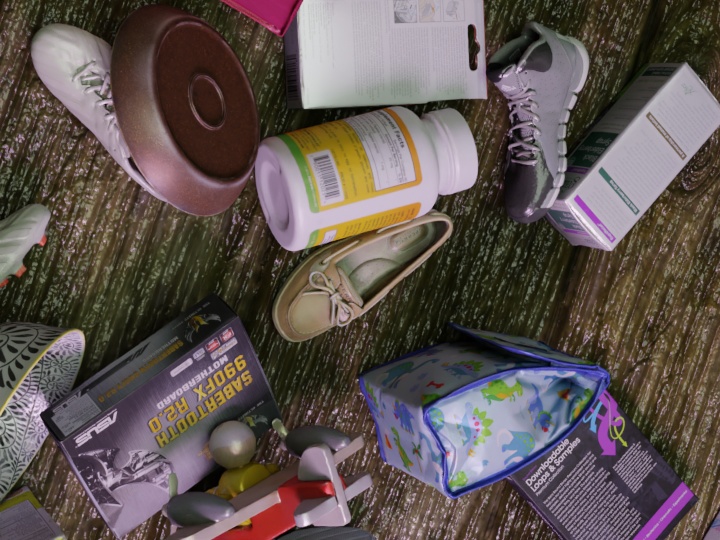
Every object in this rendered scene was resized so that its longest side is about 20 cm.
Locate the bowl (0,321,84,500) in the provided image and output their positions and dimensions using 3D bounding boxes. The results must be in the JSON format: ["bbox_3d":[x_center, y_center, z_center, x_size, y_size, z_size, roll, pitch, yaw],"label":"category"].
[{"bbox_3d":[-0.337,0.118,1.504,0.094,0.201,0.201,29,84,7],"label":"bowl"}]

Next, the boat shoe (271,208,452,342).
[{"bbox_3d":[0.002,0.002,1.672,0.200,0.063,0.073,-32,106,-16],"label":"boat shoe"}]

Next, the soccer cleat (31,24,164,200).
[{"bbox_3d":[-0.222,-0.144,1.549,0.069,0.078,0.200,-40,110,7],"label":"soccer cleat"}]

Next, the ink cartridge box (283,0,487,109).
[{"bbox_3d":[0.025,-0.217,1.668,0.199,0.050,0.110,-5,96,-22],"label":"ink cartridge box"}]

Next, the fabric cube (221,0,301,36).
[{"bbox_3d":[-0.094,-0.357,1.510,0.196,0.200,0.200,29,84,-7],"label":"fabric cube"}]

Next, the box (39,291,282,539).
[{"bbox_3d":[-0.182,0.137,1.582,0.200,0.048,0.159,-35,137,-16],"label":"box"}]

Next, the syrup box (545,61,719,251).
[{"bbox_3d":[0.279,-0.119,1.762,0.200,0.079,0.081,-47,110,-11],"label":"syrup box"}]

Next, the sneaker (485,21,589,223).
[{"bbox_3d":[0.158,-0.156,1.700,0.115,0.075,0.201,24,76,-44],"label":"sneaker"}]

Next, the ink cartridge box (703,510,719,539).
[{"bbox_3d":[0.460,0.323,1.874,0.144,0.085,0.201,34,81,-21],"label":"ink cartridge box"}]

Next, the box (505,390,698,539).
[{"bbox_3d":[0.255,0.228,1.811,0.143,0.036,0.200,-45,110,-13],"label":"box"}]

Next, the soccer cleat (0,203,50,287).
[{"bbox_3d":[-0.364,0.003,1.526,0.200,0.069,0.078,-46,106,-9],"label":"soccer cleat"}]

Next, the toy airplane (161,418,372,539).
[{"bbox_3d":[-0.089,0.199,1.567,0.199,0.200,0.142,-31,83,-1],"label":"toy airplane"}]

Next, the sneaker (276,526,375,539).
[{"bbox_3d":[-0.077,0.311,1.675,0.199,0.073,0.071,-15,115,-13],"label":"sneaker"}]

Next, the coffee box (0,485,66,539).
[{"bbox_3d":[-0.332,0.341,1.499,0.199,0.198,0.201,-25,104,-18],"label":"coffee box"}]

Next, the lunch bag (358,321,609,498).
[{"bbox_3d":[0.124,0.124,1.676,0.199,0.170,0.128,-20,105,-18],"label":"lunch bag"}]

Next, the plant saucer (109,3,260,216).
[{"bbox_3d":[-0.151,-0.151,1.548,0.200,0.034,0.201,28,56,-50],"label":"plant saucer"}]

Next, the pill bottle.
[{"bbox_3d":[0.008,-0.096,1.640,0.199,0.111,0.112,-16,101,-20],"label":"pill bottle"}]
